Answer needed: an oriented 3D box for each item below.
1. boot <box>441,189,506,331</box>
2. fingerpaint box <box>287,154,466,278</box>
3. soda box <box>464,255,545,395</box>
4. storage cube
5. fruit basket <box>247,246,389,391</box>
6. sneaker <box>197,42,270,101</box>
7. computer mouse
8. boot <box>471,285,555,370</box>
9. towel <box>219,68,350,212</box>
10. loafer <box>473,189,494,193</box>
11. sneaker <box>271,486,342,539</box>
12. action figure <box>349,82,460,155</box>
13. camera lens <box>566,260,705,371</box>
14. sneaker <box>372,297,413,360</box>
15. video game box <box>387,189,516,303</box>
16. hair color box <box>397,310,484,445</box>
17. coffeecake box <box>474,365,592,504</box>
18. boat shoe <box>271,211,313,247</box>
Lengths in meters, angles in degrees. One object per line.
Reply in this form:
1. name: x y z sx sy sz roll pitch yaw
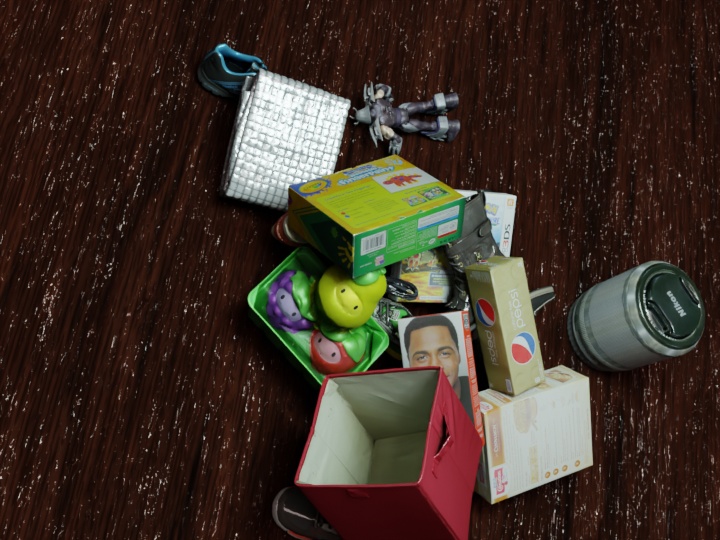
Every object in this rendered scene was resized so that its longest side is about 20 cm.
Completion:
1. boot: 0.150 -0.009 1.357 0.200 0.069 0.175 -41 112 -20
2. fingerpaint box: 0.021 -0.082 1.246 0.199 0.074 0.167 -21 39 -31
3. soda box: 0.222 0.082 1.330 0.067 0.064 0.202 -19 104 -28
4. storage cube: 0.046 0.252 1.141 0.180 0.198 0.172 59 34 -40
5. fruit basket: -0.047 0.063 1.261 0.216 0.215 0.156 47 61 -3
6. sneaker: -0.161 -0.292 1.392 0.199 0.082 0.074 22 63 -18
7. computer mouse: 0.000 0.000 1.364 0.199 0.034 0.059 30 33 15
8. boot: 0.273 0.124 1.459 0.199 0.073 0.152 -26 86 -30
9. towel: -0.122 -0.194 1.355 0.164 0.085 0.202 13 90 -19
10. loafer: 0.149 -0.058 1.467 0.200 0.072 0.073 -41 113 -11
11. sneaker: -0.027 0.355 1.241 0.199 0.082 0.078 22 65 -17
12. action figure: 0.074 -0.262 1.501 0.198 0.069 0.132 -3 82 -21
13. camera lens: 0.471 0.083 1.489 0.159 0.200 0.162 8 70 -22
14. sneaker: 0.028 0.063 1.361 0.199 0.085 0.078 32 63 -11
15. video game box: 0.150 -0.039 1.407 0.198 0.047 0.184 2 97 -21
16. hair color box: 0.119 0.165 1.279 0.101 0.061 0.202 -9 86 17
17. coffeecake box: 0.263 0.255 1.370 0.198 0.073 0.155 -13 107 -23
18. boat shoe: -0.039 -0.061 1.343 0.198 0.062 0.072 0 82 -28
